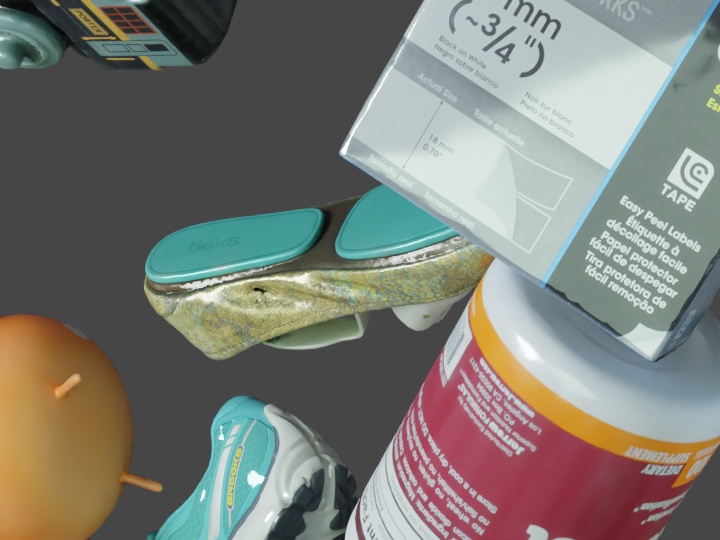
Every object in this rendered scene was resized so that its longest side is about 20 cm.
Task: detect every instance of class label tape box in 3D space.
[{"bbox_3d":[0.105,-0.090,0.812,0.144,0.063,0.200,34,103,14],"label":"label tape box"}]

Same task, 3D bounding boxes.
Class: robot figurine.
[{"bbox_3d":[-0.189,0.080,1.042,0.200,0.117,0.144,-5,90,32],"label":"robot figurine"}]

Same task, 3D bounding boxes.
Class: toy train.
[{"bbox_3d":[-0.133,-0.148,0.899,0.114,0.200,0.085,1,64,29],"label":"toy train"}]

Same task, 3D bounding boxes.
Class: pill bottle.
[{"bbox_3d":[0.063,0.094,0.905,0.113,0.113,0.200,36,122,14],"label":"pill bottle"}]

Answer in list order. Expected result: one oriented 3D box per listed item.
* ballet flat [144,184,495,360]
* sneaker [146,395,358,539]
[{"bbox_3d":[0.000,0.000,0.943,0.200,0.071,0.071,-12,101,31],"label":"ballet flat"},{"bbox_3d":[-0.063,0.148,1.032,0.080,0.077,0.200,41,119,34],"label":"sneaker"}]
